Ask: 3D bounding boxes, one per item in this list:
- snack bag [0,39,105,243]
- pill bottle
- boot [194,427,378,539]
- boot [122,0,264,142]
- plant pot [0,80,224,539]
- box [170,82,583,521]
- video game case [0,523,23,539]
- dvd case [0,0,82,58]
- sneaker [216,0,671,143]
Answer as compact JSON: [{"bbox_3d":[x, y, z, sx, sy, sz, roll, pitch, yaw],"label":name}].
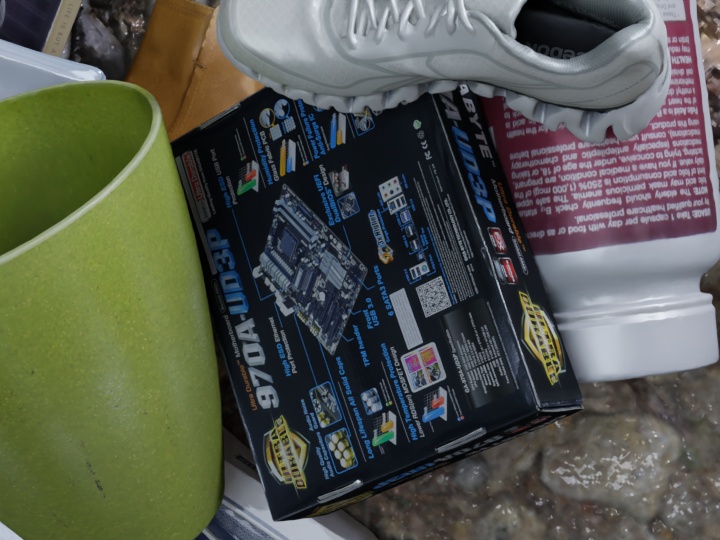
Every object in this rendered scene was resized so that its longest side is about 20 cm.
[{"bbox_3d":[-0.229,-0.041,0.915,0.188,0.021,0.200,20,112,11],"label":"snack bag"},{"bbox_3d":[0.113,-0.050,0.835,0.114,0.114,0.200,-7,90,21],"label":"pill bottle"},{"bbox_3d":[-0.092,0.134,0.941,0.200,0.073,0.090,34,98,15],"label":"boot"},{"bbox_3d":[-0.050,-0.061,0.919,0.201,0.071,0.144,27,102,22],"label":"boot"},{"bbox_3d":[-0.144,0.043,0.823,0.187,0.187,0.200,-10,120,21],"label":"plant pot"},{"bbox_3d":[0.000,0.000,0.820,0.159,0.046,0.200,-27,74,31],"label":"box"},{"bbox_3d":[-0.128,0.186,0.923,0.018,0.143,0.200,-42,78,0],"label":"video game case"},{"bbox_3d":[-0.202,-0.141,0.963,0.149,0.016,0.200,36,108,47],"label":"dvd case"},{"bbox_3d":[0.035,-0.107,0.741,0.200,0.081,0.075,6,79,6],"label":"sneaker"}]
